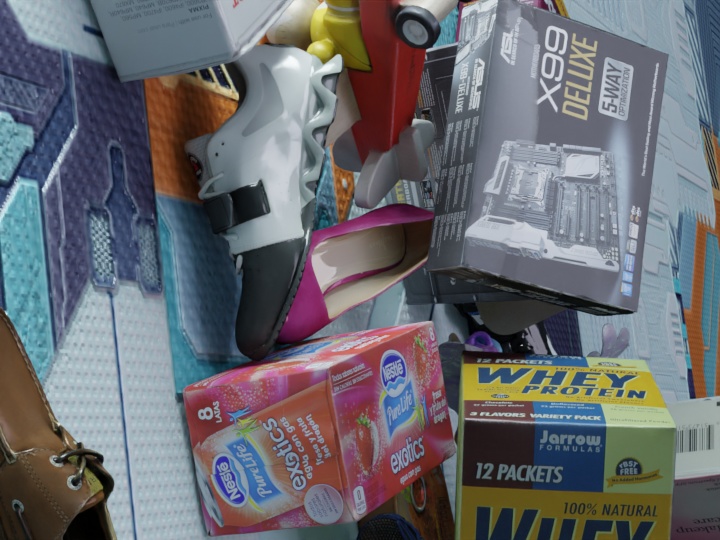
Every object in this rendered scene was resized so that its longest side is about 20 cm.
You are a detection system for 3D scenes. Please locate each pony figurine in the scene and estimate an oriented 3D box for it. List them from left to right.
[{"bbox_3d":[0.110,0.123,1.398,0.193,0.166,0.200,137,-49,-63],"label":"pony figurine"}]

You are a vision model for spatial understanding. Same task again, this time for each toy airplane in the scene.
[{"bbox_3d":[-0.005,-0.146,1.261,0.199,0.141,0.200,-65,165,5],"label":"toy airplane"}]

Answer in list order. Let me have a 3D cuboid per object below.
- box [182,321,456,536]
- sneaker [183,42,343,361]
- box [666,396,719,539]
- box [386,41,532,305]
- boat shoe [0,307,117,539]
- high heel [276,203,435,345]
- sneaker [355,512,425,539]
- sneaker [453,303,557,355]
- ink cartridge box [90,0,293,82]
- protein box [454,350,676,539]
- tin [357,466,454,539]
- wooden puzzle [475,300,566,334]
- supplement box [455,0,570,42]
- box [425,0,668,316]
[{"bbox_3d":[-0.021,0.096,1.135,0.200,0.100,0.096,-18,98,-68],"label":"box"},{"bbox_3d":[-0.071,-0.045,1.123,0.074,0.088,0.200,145,-45,-74],"label":"sneaker"},{"bbox_3d":[0.412,0.250,2.139,0.200,0.128,0.109,57,31,-45],"label":"box"},{"bbox_3d":[0.081,-0.075,1.393,0.048,0.158,0.200,-15,96,-34],"label":"box"},{"bbox_3d":[-0.148,0.103,0.850,0.072,0.068,0.200,-40,118,-64],"label":"boat shoe"},{"bbox_3d":[0.000,0.000,1.234,0.200,0.096,0.067,-33,112,-67],"label":"high heel"},{"bbox_3d":[0.010,0.245,1.191,0.078,0.075,0.200,54,31,-43],"label":"sneaker"},{"bbox_3d":[0.122,0.062,1.571,0.112,0.073,0.200,14,60,-64],"label":"sneaker"},{"bbox_3d":[-0.115,-0.230,1.058,0.146,0.085,0.200,-60,134,-59],"label":"ink cartridge box"},{"bbox_3d":[0.131,0.174,1.218,0.199,0.135,0.200,-73,165,-80],"label":"protein box"},{"bbox_3d":[0.041,0.222,1.327,0.112,0.042,0.200,-24,103,-72],"label":"tin"},{"bbox_3d":[0.114,-0.058,1.430,0.046,0.185,0.200,-20,84,-36],"label":"wooden puzzle"},{"bbox_3d":[0.146,-0.187,1.702,0.110,0.086,0.200,59,30,-43],"label":"supplement box"},{"bbox_3d":[0.136,-0.080,1.300,0.157,0.050,0.200,15,78,-29],"label":"box"}]
